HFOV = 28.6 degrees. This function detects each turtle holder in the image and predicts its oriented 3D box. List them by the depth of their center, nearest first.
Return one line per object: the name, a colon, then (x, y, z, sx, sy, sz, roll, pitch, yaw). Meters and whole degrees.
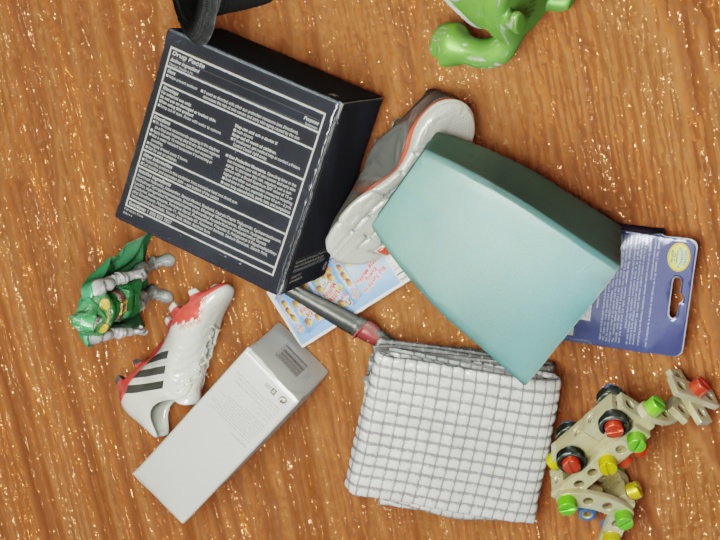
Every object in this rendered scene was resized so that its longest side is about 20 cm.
turtle holder: (0.127, -0.284, 1.307, 0.131, 0.141, 0.186, 30, 150, 23)

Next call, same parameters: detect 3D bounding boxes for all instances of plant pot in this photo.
plant pot: (0.120, -0.028, 1.308, 0.199, 0.141, 0.142, 37, 110, -2)

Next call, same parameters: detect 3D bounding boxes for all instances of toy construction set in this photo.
toy construction set: (0.259, 0.177, 1.380, 0.130, 0.092, 0.201, 31, 110, -18)

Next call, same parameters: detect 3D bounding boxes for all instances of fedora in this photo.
fedora: (-0.123, -0.311, 1.305, 0.091, 0.200, 0.203, -6, 104, -19)

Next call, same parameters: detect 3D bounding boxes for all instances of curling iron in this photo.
curling iron: (0.000, 0.070, 1.452, 0.199, 0.026, 0.050, 35, 110, -8)

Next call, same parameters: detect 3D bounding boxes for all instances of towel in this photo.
towel: (0.091, 0.159, 1.422, 0.198, 0.086, 0.167, 8, 108, -4)

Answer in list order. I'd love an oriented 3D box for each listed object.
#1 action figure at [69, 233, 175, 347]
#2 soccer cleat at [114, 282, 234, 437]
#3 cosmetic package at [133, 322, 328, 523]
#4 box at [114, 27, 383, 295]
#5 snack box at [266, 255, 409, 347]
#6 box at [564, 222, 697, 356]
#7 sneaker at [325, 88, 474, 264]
action figure: (-0.244, 0.030, 1.441, 0.054, 0.200, 0.120, 7, 106, 14)
soccer cleat: (-0.185, 0.095, 1.506, 0.085, 0.068, 0.200, 50, 116, 17)
cosmetic package: (-0.136, 0.160, 1.490, 0.081, 0.113, 0.200, 45, 108, 2)
box: (-0.109, -0.113, 1.401, 0.198, 0.123, 0.200, 25, 109, 16)
snack box: (0.000, 0.000, 1.456, 0.199, 0.024, 0.072, -32, 93, 20)
box: (0.225, 0.011, 1.390, 0.198, 0.032, 0.123, 9, 105, 15)
sneaker: (0.035, -0.094, 1.400, 0.077, 0.082, 0.200, 34, 103, -32)
